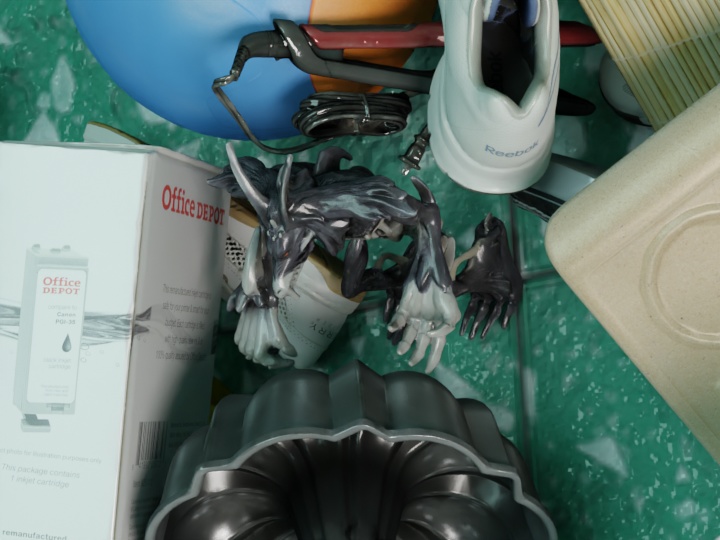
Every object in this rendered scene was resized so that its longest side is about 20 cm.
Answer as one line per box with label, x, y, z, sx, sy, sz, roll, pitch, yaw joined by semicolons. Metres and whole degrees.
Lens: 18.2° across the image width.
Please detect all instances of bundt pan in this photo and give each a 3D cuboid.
bundt pan;-0.007;0.121;1.069;0.201;0.202;0.076;-34;34;22

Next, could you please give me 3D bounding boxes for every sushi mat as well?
sushi mat;0.156;-0.105;1.011;0.095;0.200;0.012;-16;40;27

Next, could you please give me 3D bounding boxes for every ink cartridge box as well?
ink cartridge box;-0.126;0.042;1.106;0.082;0.146;0.201;5;88;12

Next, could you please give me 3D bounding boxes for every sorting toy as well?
sorting toy;0.207;0.002;0.978;0.185;0.036;0.200;-38;102;12

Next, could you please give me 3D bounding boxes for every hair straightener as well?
hair straightener;0.023;-0.081;1.073;0.041;0.199;0.077;-146;57;-61

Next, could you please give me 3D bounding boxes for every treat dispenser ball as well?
treat dispenser ball;-0.055;-0.167;1.145;0.200;0.201;0.202;-8;76;31

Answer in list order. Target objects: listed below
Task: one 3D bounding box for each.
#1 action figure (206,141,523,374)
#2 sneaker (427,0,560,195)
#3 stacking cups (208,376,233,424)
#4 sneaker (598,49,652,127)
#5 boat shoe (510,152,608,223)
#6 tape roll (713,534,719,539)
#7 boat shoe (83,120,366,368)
action figure;0.000;0.000;1.074;0.118;0.200;0.103;4;81;33
sneaker;0.063;-0.140;1.027;0.074;0.087;0.201;-6;74;-10
stacking cups;-0.142;0.140;1.220;0.060;0.060;0.200;40;102;32
sneaker;0.174;-0.146;1.044;0.200;0.115;0.076;-36;63;24
boat shoe;0.143;0.003;1.061;0.199;0.074;0.068;27;101;18
tape roll;0.218;0.180;0.905;0.202;0.139;0.204;0;90;22
boat shoe;-0.089;-0.014;1.212;0.200;0.071;0.070;34;97;32
